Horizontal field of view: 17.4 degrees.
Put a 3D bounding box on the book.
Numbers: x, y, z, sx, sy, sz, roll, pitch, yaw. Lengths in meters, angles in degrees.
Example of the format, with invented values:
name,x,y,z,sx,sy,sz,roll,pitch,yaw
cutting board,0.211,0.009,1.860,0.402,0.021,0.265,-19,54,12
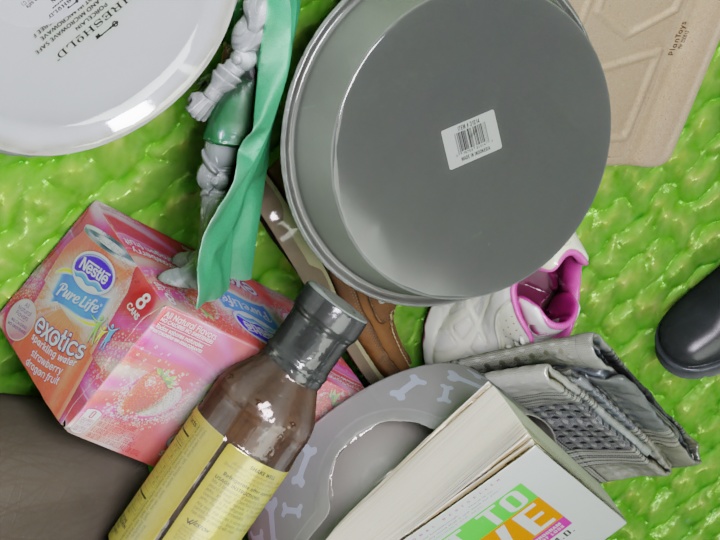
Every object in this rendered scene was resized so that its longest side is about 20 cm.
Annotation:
name,x,y,z,sx,sy,sz,roll,pitch,yaw
book,0.069,0.151,1.377,0.133,0.048,0.200,-39,151,5

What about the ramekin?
name,x,y,z,sx,sy,sz,roll,pitch,yaw
ramekin,-0.150,-0.148,1.116,0.199,0.105,0.201,-20,137,-20

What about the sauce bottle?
name,x,y,z,sx,sy,sz,roll,pitch,yaw
sauce bottle,-0.067,0.098,1.280,0.200,0.065,0.065,-53,139,7

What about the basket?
name,x,y,z,sx,sy,sz,roll,pitch,yaw
basket,-0.225,0.134,1.299,0.199,0.181,0.136,-4,158,-47

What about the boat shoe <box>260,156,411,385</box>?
name,x,y,z,sx,sy,sz,roll,pitch,yaw
boat shoe,0.000,0.000,1.394,0.068,0.072,0.200,-34,140,-3

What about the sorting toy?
name,x,y,z,sx,sy,sz,roll,pitch,yaw
sorting toy,0.124,-0.140,1.389,0.199,0.037,0.186,-2,127,-30

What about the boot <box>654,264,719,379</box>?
name,x,y,z,sx,sy,sz,roll,pitch,yaw
boot,0.264,-0.037,1.562,0.164,0.066,0.201,-32,144,-21

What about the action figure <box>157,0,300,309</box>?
name,x,y,z,sx,sy,sz,roll,pitch,yaw
action figure,-0.065,-0.089,1.254,0.054,0.118,0.201,14,103,0

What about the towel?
name,x,y,z,sx,sy,sz,roll,pitch,yaw
towel,0.101,0.106,1.517,0.199,0.035,0.193,-13,147,26

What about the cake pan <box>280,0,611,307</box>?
name,x,y,z,sx,sy,sz,roll,pitch,yaw
cake pan,0.054,-0.072,1.270,0.199,0.037,0.202,-8,109,-25

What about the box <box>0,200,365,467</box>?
name,x,y,z,sx,sy,sz,roll,pitch,yaw
box,-0.097,0.055,1.350,0.095,0.103,0.200,-48,139,12

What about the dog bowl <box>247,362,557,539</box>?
name,x,y,z,sx,sy,sz,roll,pitch,yaw
dog bowl,0.020,0.137,1.400,0.199,0.059,0.201,-26,146,-20

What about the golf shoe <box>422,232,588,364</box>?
name,x,y,z,sx,sy,sz,roll,pitch,yaw
golf shoe,0.092,0.031,1.480,0.075,0.092,0.201,-16,137,-26
